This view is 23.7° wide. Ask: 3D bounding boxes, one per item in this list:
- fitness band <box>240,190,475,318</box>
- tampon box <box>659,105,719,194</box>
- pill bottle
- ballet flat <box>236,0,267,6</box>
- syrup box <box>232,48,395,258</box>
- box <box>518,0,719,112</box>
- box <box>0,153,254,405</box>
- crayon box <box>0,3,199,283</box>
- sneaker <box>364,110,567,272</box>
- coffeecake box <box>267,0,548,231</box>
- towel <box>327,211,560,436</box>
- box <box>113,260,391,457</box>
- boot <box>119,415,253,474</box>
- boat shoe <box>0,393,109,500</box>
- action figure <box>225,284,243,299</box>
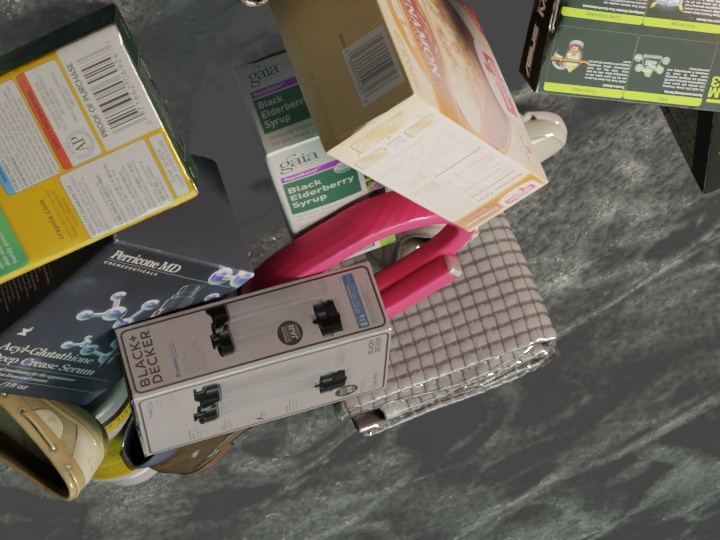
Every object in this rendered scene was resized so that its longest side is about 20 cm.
[{"bbox_3d":[0.000,0.000,1.323,0.199,0.038,0.143,-32,155,22],"label":"fitness band"},{"bbox_3d":[0.308,-0.177,1.304,0.148,0.127,0.200,-20,155,-2],"label":"tampon box"},{"bbox_3d":[-0.223,0.116,1.470,0.110,0.112,0.200,-21,154,-1],"label":"pill bottle"},{"bbox_3d":[-0.033,-0.227,1.005,0.071,0.073,0.201,-4,149,-33],"label":"ballet flat"},{"bbox_3d":[-0.031,-0.083,1.272,0.078,0.082,0.200,-20,156,-2],"label":"syrup box"},{"bbox_3d":[0.219,-0.203,1.123,0.197,0.048,0.195,3,118,-14],"label":"box"},{"bbox_3d":[-0.205,0.000,1.264,0.199,0.108,0.148,-37,150,27],"label":"box"},{"bbox_3d":[-0.219,-0.070,1.106,0.198,0.052,0.127,-24,115,3],"label":"crayon box"},{"bbox_3d":[0.085,-0.062,1.409,0.198,0.082,0.075,-28,152,10],"label":"sneaker"},{"bbox_3d":[0.030,-0.130,1.143,0.073,0.155,0.199,-31,154,20],"label":"coffeecake box"},{"bbox_3d":[0.052,0.035,1.474,0.198,0.167,0.086,-21,161,-1],"label":"towel"},{"bbox_3d":[-0.080,0.068,1.293,0.198,0.061,0.117,-16,155,-8],"label":"box"},{"bbox_3d":[-0.115,0.097,1.407,0.201,0.075,0.097,-52,159,18],"label":"boot"},{"bbox_3d":[-0.293,0.108,1.332,0.073,0.199,0.063,-57,-179,34],"label":"boat shoe"},{"bbox_3d":[-0.104,0.058,1.506,0.199,0.070,0.130,12,144,-45],"label":"action figure"}]
